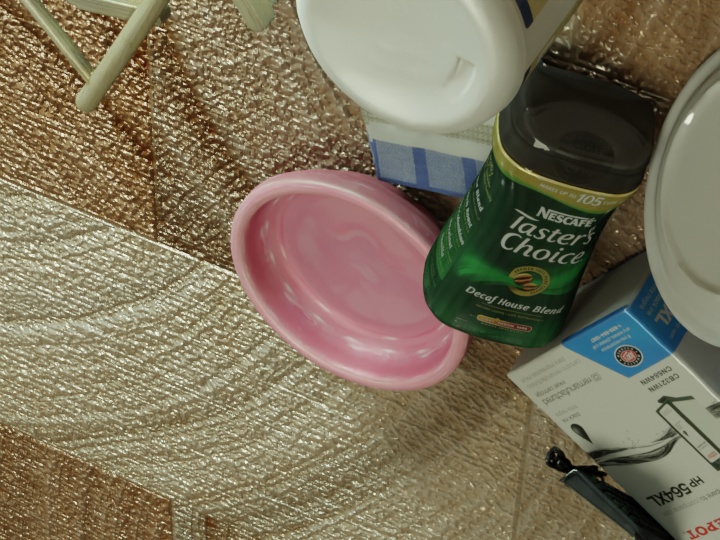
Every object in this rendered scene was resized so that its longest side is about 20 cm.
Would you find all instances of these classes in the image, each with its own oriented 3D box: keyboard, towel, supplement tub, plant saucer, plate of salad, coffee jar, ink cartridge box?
[{"bbox_3d":[0.189,0.169,1.676,0.127,0.021,0.200,37,-179,26],"label":"keyboard"},{"bbox_3d":[0.060,-0.128,1.557,0.147,0.024,0.200,13,138,24],"label":"towel"},{"bbox_3d":[0.066,-0.191,1.344,0.144,0.200,0.145,20,139,19],"label":"supplement tub"},{"bbox_3d":[0.000,0.000,1.709,0.200,0.051,0.201,21,139,20],"label":"plant saucer"},{"bbox_3d":[0.248,-0.049,1.397,0.048,0.201,0.200,11,155,-34],"label":"plate of salad"},{"bbox_3d":[0.118,-0.043,1.526,0.104,0.085,0.200,15,135,-9],"label":"coffee jar"},{"bbox_3d":[0.227,0.092,1.603,0.200,0.084,0.146,44,141,-9],"label":"ink cartridge box"}]

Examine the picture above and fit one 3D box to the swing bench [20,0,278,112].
[{"bbox_3d":[-0.105,-0.229,1.437,0.200,0.199,0.130,-19,116,46],"label":"swing bench"}]
